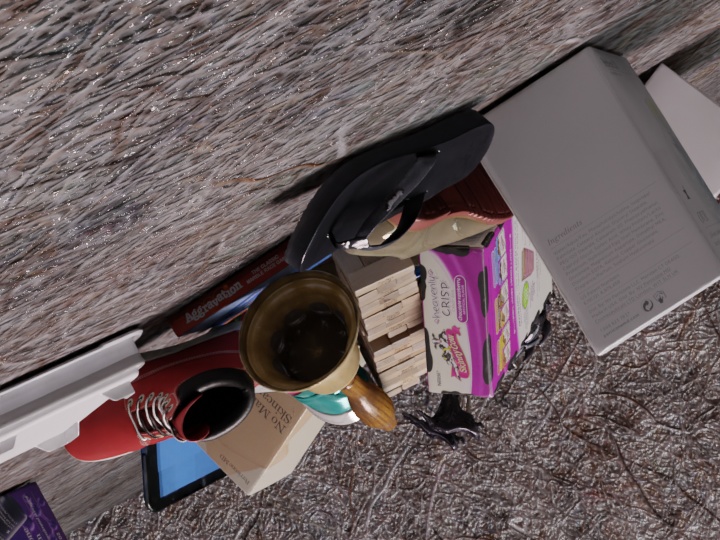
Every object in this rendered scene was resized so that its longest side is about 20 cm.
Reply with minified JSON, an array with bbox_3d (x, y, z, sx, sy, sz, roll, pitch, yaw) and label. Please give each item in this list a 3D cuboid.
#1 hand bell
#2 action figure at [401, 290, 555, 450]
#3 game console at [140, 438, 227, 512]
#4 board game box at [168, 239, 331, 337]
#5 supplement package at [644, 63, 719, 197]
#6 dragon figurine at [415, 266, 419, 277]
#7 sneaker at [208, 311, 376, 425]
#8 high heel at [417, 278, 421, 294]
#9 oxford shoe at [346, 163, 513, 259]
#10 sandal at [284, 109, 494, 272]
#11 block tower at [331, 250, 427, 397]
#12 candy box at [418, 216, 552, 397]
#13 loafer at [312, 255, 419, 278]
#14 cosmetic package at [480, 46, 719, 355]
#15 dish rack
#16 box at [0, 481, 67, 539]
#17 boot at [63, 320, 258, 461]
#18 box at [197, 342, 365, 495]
[{"bbox_3d":[-0.014,0.090,1.557,0.104,0.105,0.200,-31,146,6],"label":"hand bell"},{"bbox_3d":[0.116,0.066,1.798,0.201,0.102,0.119,-56,-179,-11],"label":"action figure"},{"bbox_3d":[-0.132,0.135,1.911,0.170,0.119,0.200,-33,175,30],"label":"game console"},{"bbox_3d":[-0.055,-0.008,1.528,0.199,0.020,0.103,-33,173,19],"label":"board game box"},{"bbox_3d":[0.308,-0.113,1.870,0.122,0.119,0.200,-53,173,4],"label":"supplement package"},{"bbox_3d":[0.046,-0.021,1.756,0.199,0.059,0.099,-30,175,9],"label":"dragon figurine"},{"bbox_3d":[-0.085,0.062,1.661,0.199,0.121,0.084,17,-118,40],"label":"sneaker"},{"bbox_3d":[0.062,0.013,1.828,0.200,0.072,0.143,-43,-154,-3],"label":"high heel"},{"bbox_3d":[0.051,-0.049,1.459,0.075,0.071,0.199,-40,160,29],"label":"oxford shoe"},{"bbox_3d":[0.029,-0.056,1.311,0.199,0.043,0.076,-32,154,-33],"label":"sandal"},{"bbox_3d":[0.020,0.033,1.573,0.054,0.058,0.200,-26,152,-7],"label":"block tower"},{"bbox_3d":[0.108,0.000,1.599,0.060,0.138,0.200,5,-154,20],"label":"candy box"},{"bbox_3d":[0.000,0.000,1.649,0.076,0.068,0.200,-26,173,-42],"label":"loafer"},{"bbox_3d":[0.199,-0.058,1.484,0.122,0.201,0.199,-34,174,16],"label":"cosmetic package"},{"bbox_3d":[-0.262,0.120,1.452,0.199,0.044,0.171,-25,173,-44],"label":"dish rack"},{"bbox_3d":[-0.418,0.344,2.106,0.104,0.149,0.200,-33,175,28],"label":"box"},{"bbox_3d":[-0.169,0.117,1.533,0.199,0.073,0.144,-26,-166,13],"label":"boot"},{"bbox_3d":[-0.072,0.108,1.803,0.078,0.095,0.201,-23,149,-56],"label":"box"}]
